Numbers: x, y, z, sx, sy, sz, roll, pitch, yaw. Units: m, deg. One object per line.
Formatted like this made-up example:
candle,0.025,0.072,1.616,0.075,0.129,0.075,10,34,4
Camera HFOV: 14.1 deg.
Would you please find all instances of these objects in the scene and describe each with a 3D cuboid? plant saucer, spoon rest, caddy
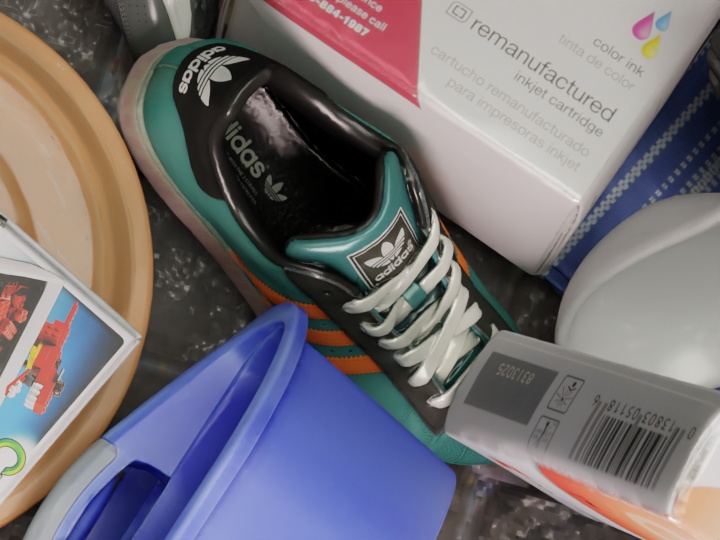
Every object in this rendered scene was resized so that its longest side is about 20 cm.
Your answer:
plant saucer,-0.167,-0.002,0.970,0.200,0.032,0.201,2,81,-14
spoon rest,0.124,-0.020,0.984,0.099,0.200,0.061,-3,47,-16
caddy,-0.061,0.105,0.960,0.105,0.141,0.200,36,75,-11

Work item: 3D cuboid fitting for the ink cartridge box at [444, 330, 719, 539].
ink cartridge box,0.142,0.096,0.979,0.200,0.162,0.050,36,81,-23

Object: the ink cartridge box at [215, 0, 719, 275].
ink cartridge box,0.064,-0.124,1.034,0.148,0.086,0.200,34,73,4

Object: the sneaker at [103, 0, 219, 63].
sneaker,-0.111,-0.159,1.032,0.085,0.074,0.200,-20,93,10

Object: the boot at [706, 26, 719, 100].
boot,0.210,-0.037,1.064,0.132,0.070,0.200,-40,117,-41

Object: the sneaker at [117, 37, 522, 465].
sneaker,0.000,0.000,1.003,0.200,0.080,0.071,45,77,-22

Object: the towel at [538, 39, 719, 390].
towel,0.129,-0.028,1.089,0.200,0.024,0.145,44,73,-6

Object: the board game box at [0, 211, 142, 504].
board game box,-0.181,0.056,0.924,0.126,0.035,0.200,41,76,-4
